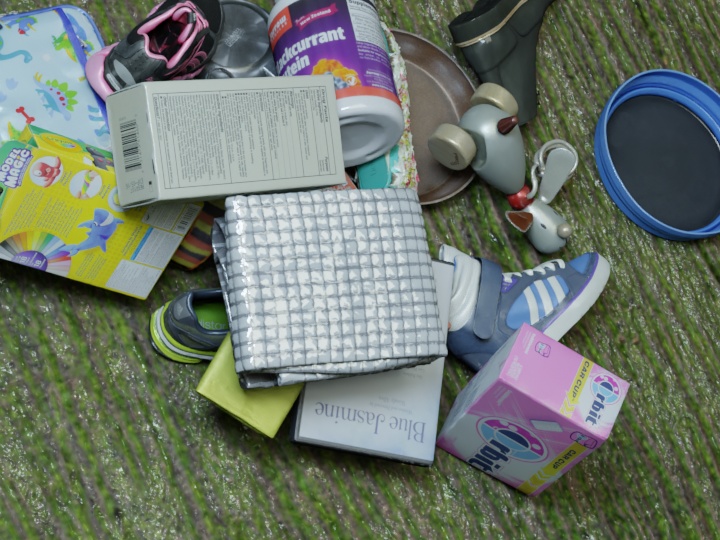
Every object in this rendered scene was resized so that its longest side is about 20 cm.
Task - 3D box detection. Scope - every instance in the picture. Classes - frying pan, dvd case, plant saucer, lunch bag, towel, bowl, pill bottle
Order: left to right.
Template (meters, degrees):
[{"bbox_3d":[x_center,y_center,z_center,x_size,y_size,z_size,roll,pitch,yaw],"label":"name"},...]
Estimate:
[{"bbox_3d":[-0.292,-0.144,1.525,0.160,0.082,0.201,-17,79,-31],"label":"lunch bag"},{"bbox_3d":[-0.111,-0.199,1.640,0.115,0.031,0.191,-26,71,-19],"label":"frying pan"},{"bbox_3d":[-0.069,0.048,1.493,0.086,0.018,0.201,33,69,-10],"label":"towel"},{"bbox_3d":[-0.033,0.017,1.461,0.199,0.086,0.167,-5,82,-23],"label":"towel"},{"bbox_3d":[-0.030,-0.211,1.593,0.111,0.111,0.201,-1,63,-24],"label":"pill bottle"},{"bbox_3d":[0.013,0.075,1.538,0.142,0.018,0.201,12,75,-19],"label":"dvd case"},{"bbox_3d":[0.037,-0.156,1.703,0.199,0.034,0.201,9,66,-21],"label":"plant saucer"},{"bbox_3d":[0.350,-0.126,1.829,0.199,0.039,0.202,9,66,-21],"label":"bowl"}]

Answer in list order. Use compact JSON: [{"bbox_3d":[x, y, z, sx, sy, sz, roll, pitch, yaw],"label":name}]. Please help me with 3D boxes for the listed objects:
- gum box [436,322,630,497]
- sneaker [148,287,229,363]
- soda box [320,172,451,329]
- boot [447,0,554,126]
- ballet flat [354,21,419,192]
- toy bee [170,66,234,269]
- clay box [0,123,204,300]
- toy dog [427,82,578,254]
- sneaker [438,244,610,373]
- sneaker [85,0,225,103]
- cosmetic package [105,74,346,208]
[{"bbox_3d":[0.157,0.139,1.549,0.113,0.200,0.066,30,61,-2],"label":"gum box"},{"bbox_3d":[-0.094,0.052,1.534,0.199,0.081,0.074,0,70,-24],"label":"sneaker"},{"bbox_3d":[0.000,0.000,1.607,0.068,0.064,0.200,-32,85,-30],"label":"soda box"},{"bbox_3d":[0.175,-0.238,1.790,0.200,0.077,0.139,-38,110,-44],"label":"boot"},{"bbox_3d":[0.023,-0.152,1.648,0.064,0.075,0.201,19,64,-51],"label":"ballet flat"},{"bbox_3d":[-0.135,-0.103,1.540,0.130,0.108,0.201,0,86,-39],"label":"toy bee"},{"bbox_3d":[-0.252,-0.053,1.441,0.199,0.115,0.048,20,24,-36],"label":"clay box"},{"bbox_3d":[0.166,-0.105,1.670,0.199,0.096,0.133,29,76,-29],"label":"toy dog"},{"bbox_3d":[0.152,0.010,1.660,0.147,0.081,0.200,47,64,-6],"label":"sneaker"},{"bbox_3d":[-0.173,-0.223,1.543,0.079,0.095,0.200,46,40,-8],"label":"sneaker"},{"bbox_3d":[-0.116,-0.115,1.440,0.199,0.073,0.104,-6,89,-38],"label":"cosmetic package"}]
